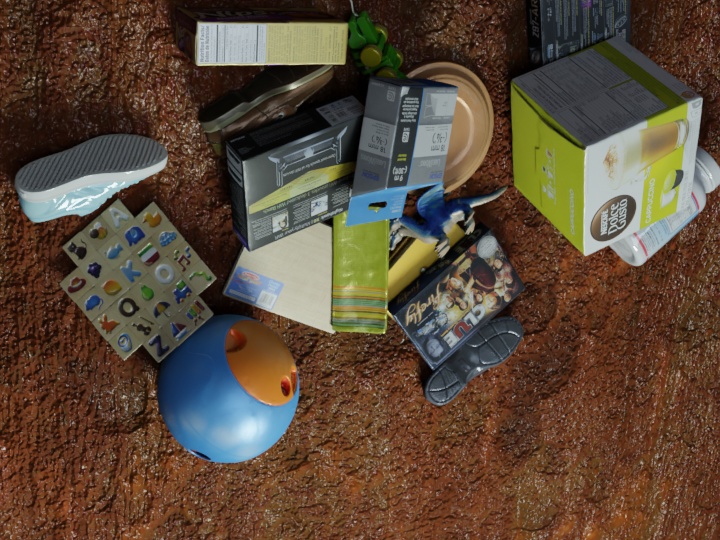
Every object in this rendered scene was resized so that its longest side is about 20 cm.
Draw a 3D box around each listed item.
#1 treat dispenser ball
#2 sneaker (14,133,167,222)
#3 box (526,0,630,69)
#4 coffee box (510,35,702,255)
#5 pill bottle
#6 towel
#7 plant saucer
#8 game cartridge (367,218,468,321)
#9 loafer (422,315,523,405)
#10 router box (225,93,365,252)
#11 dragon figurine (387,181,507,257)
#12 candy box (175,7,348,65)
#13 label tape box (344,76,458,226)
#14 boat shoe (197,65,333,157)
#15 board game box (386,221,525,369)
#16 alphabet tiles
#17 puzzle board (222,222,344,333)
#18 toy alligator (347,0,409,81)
[{"bbox_3d":[-0.183,0.163,1.401,0.197,0.201,0.205,-9,116,-20],"label":"treat dispenser ball"},{"bbox_3d":[-0.345,-0.116,1.298,0.197,0.075,0.083,-16,148,-23],"label":"sneaker"},{"bbox_3d":[0.321,-0.409,1.480,0.157,0.044,0.204,-18,118,-17],"label":"box"},{"bbox_3d":[0.352,-0.184,1.475,0.195,0.201,0.202,-23,135,-13],"label":"coffee box"},{"bbox_3d":[0.492,-0.111,1.650,0.199,0.109,0.109,-40,122,-4],"label":"pill bottle"},{"bbox_3d":[0.000,0.000,1.490,0.084,0.018,0.204,0,114,-2],"label":"towel"},{"bbox_3d":[0.110,-0.205,1.479,0.196,0.032,0.204,-10,115,-22],"label":"plant saucer"},{"bbox_3d":[0.122,0.022,1.585,0.177,0.032,0.200,-48,125,0],"label":"game cartridge"},{"bbox_3d":[0.179,0.144,1.655,0.199,0.063,0.072,-38,92,-11],"label":"loafer"},{"bbox_3d":[-0.082,-0.132,1.365,0.197,0.052,0.159,-24,139,-25],"label":"router box"},{"bbox_3d":[0.118,-0.090,1.487,0.199,0.100,0.059,-42,159,2],"label":"dragon figurine"},{"bbox_3d":[-0.127,-0.299,1.279,0.196,0.117,0.058,-4,114,-22],"label":"candy box"},{"bbox_3d":[0.058,-0.156,1.374,0.143,0.062,0.204,-13,117,-52],"label":"label tape box"},{"bbox_3d":[-0.119,-0.223,1.349,0.197,0.072,0.069,-27,125,-1],"label":"boat shoe"},{"bbox_3d":[0.150,0.041,1.568,0.199,0.035,0.136,-41,124,-4],"label":"board game box"},{"bbox_3d":[-0.296,0.014,1.344,0.166,0.006,0.201,-40,93,-3],"label":"alphabet tiles"},{"bbox_3d":[-0.089,-0.004,1.483,0.197,0.017,0.153,21,103,-30],"label":"puzzle board"},{"bbox_3d":[0.005,-0.309,1.376,0.053,0.060,0.201,-17,128,31],"label":"toy alligator"}]
